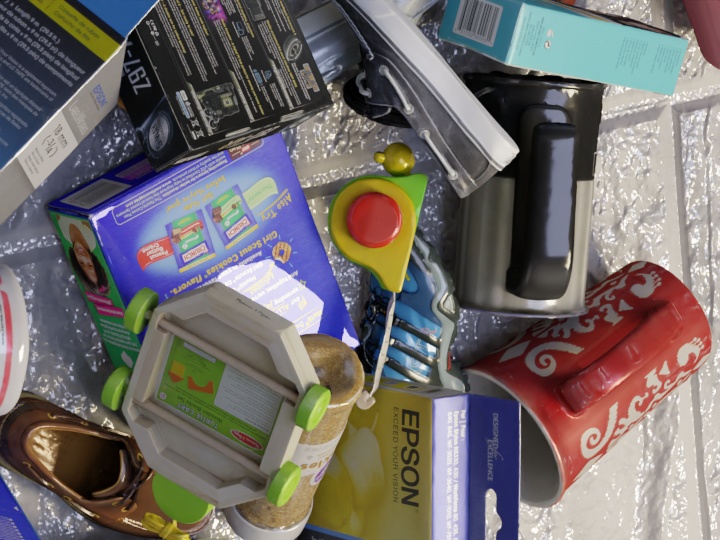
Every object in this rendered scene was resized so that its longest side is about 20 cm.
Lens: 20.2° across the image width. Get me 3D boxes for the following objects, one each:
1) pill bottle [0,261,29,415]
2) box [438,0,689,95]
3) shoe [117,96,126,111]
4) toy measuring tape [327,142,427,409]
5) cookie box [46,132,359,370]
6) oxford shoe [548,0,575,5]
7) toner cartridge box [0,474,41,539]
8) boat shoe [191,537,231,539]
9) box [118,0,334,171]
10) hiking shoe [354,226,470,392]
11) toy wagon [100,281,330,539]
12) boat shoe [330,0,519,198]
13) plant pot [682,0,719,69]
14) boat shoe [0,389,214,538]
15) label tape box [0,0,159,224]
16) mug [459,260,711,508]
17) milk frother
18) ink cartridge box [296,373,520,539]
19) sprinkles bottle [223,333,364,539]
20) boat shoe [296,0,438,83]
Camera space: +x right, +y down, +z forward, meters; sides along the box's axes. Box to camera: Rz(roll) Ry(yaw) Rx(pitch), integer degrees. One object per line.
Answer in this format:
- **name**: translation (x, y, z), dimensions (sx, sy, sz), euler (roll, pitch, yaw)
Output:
- **pill bottle**: translation (-0.333, 0.049, 1.362), dimensions (0.199, 0.109, 0.109), euler (-1, 99, -28)
- **box**: translation (0.162, -0.182, 1.593), dimensions (0.199, 0.082, 0.049), euler (4, 107, -43)
- **shoe**: translation (-0.186, -0.168, 1.458), dimensions (0.070, 0.053, 0.200), euler (-38, 116, 21)
- **toy measuring tape**: translation (0.000, 0.000, 1.521), dimensions (0.073, 0.073, 0.201), euler (13, 90, -33)
- **cookie box**: translation (-0.115, 0.006, 1.511), dimensions (0.171, 0.075, 0.201), euler (-30, 113, -26)
- **oxford shoe**: translation (0.114, -0.287, 1.609), dimensions (0.072, 0.071, 0.201), euler (-28, 113, -21)
- **toner cartridge box**: translation (-0.312, 0.163, 1.369), dimensions (0.043, 0.095, 0.200), euler (-51, 142, 15)
- **boat shoe**: translation (-0.147, 0.239, 1.542), dimensions (0.200, 0.060, 0.072), euler (15, 71, -40)
- **box**: translation (-0.120, -0.184, 1.426), dimensions (0.160, 0.043, 0.201), euler (-24, 89, -49)
- **hiking shoe**: translation (0.030, 0.051, 1.606), dimensions (0.086, 0.074, 0.201), euler (-25, 114, -24)
- **toy wagon**: translation (-0.109, 0.106, 1.431), dimensions (0.040, 0.155, 0.201), euler (-39, 154, -56)
- **boat shoe**: translation (0.029, -0.141, 1.490), dimensions (0.068, 0.072, 0.200), euler (-41, 94, 9)
- **plant pot**: translation (0.341, -0.270, 1.693), dimensions (0.199, 0.200, 0.180), euler (-30, 128, -24)
- **boat shoe**: translation (-0.187, 0.153, 1.497), dimensions (0.200, 0.067, 0.072), euler (30, 82, -32)
- **label tape box**: translation (-0.240, -0.141, 1.360), dimensions (0.200, 0.144, 0.063), euler (-47, 161, -12)
- **mug**: translation (0.201, 0.091, 1.670), dimensions (0.200, 0.177, 0.134), euler (-34, 115, -27)
- **milk frother**: translation (0.088, -0.064, 1.609), dimensions (0.199, 0.180, 0.189), euler (5, 97, 11)
- **ink cartridge box**: translation (0.032, 0.184, 1.560), dimensions (0.047, 0.199, 0.199), euler (-10, 103, -46)
- **sprinkles bottle**: translation (-0.052, 0.130, 1.510), dimensions (0.068, 0.068, 0.200), euler (-18, 150, -28)
- **boat shoe**: translation (0.002, -0.179, 1.553), dimensions (0.200, 0.070, 0.072), euler (-28, 99, -18)
